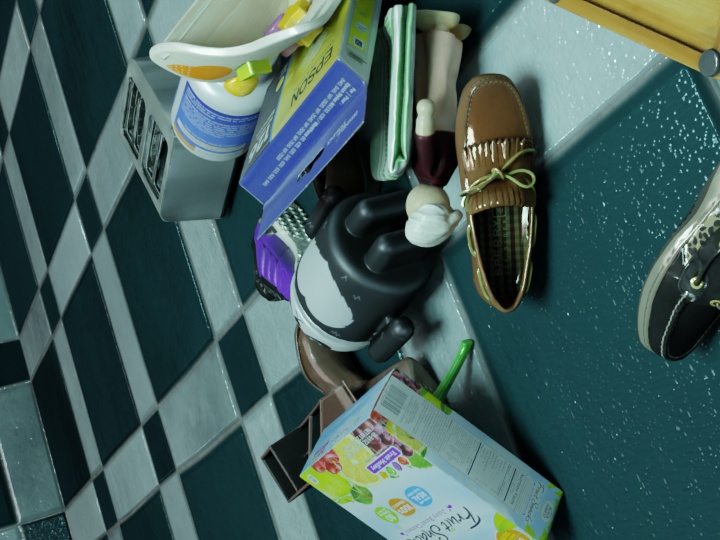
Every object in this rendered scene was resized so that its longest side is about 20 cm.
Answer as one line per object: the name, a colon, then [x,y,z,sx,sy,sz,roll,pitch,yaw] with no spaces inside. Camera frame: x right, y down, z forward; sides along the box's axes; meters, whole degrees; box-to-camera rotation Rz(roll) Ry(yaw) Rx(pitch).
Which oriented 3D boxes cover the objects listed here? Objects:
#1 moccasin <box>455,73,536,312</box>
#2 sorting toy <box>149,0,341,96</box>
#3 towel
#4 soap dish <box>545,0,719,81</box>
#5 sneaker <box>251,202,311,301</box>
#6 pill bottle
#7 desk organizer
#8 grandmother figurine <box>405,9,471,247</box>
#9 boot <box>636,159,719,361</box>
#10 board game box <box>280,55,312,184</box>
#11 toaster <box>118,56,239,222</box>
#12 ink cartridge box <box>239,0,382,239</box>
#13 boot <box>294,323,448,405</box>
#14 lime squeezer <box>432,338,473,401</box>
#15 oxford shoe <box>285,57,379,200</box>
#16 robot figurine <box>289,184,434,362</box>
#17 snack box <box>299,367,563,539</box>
moccasin: [0.116,-0.064,0.836,0.078,0.072,0.204,-96,6,-73]
sorting toy: [-0.070,-0.247,0.902,0.107,0.201,0.179,43,159,-29]
towel: [0.026,-0.162,0.923,0.200,0.023,0.155,-138,48,-82]
soap dish: [0.212,-0.217,0.640,0.200,0.080,0.159,42,133,43]
sneaker: [-0.083,0.010,1.189,0.100,0.069,0.201,-56,43,30]
pill bottle: [-0.151,-0.215,1.124,0.200,0.111,0.113,-43,63,64]
desk organizer: [-0.052,0.201,1.117,0.072,0.077,0.200,55,155,10]
grandmother figurine: [0.067,-0.122,0.883,0.060,0.121,0.203,3,87,31]
boot: [0.272,0.017,0.632,0.151,0.072,0.202,51,134,37]
board game box: [-0.104,-0.206,1.210,0.135,0.028,0.203,8,106,57]
toaster: [-0.246,-0.191,1.362,0.182,0.117,0.201,57,142,30]
ink cartridge box: [-0.051,-0.162,0.937,0.197,0.047,0.202,-43,27,43]
boot: [0.012,0.115,1.091,0.188,0.064,0.200,62,151,2]
lime squeezer: [0.077,0.170,0.995,0.037,0.070,0.203,16,115,36]
oxford shoe: [-0.050,-0.164,1.085,0.202,0.083,0.073,67,149,21]
robot figurine: [-0.001,0.002,1.015,0.200,0.123,0.152,127,159,-51]
snack box: [0.063,0.203,0.933,0.199,0.068,0.169,35,142,-5]
